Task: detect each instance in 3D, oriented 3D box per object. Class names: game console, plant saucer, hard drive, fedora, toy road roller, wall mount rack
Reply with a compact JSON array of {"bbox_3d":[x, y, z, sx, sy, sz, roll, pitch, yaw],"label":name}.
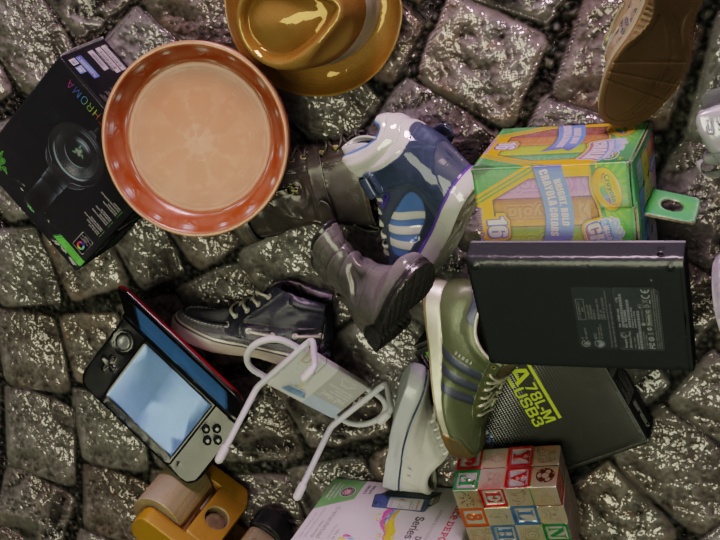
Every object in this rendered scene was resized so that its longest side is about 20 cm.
[{"bbox_3d":[-0.239,0.139,1.425,0.200,0.119,0.173,42,103,9],"label":"game console"},{"bbox_3d":[-0.170,-0.137,1.255,0.197,0.032,0.203,2,102,7],"label":"plant saucer"},{"bbox_3d":[0.205,0.034,1.121,0.197,0.033,0.141,0,132,21],"label":"hard drive"},{"bbox_3d":[-0.059,-0.258,1.209,0.198,0.082,0.203,9,116,18],"label":"fedora"},{"bbox_3d":[-0.196,0.348,1.520,0.199,0.123,0.146,37,133,3],"label":"toy road roller"},{"bbox_3d":[-0.064,0.164,1.351,0.199,0.075,0.174,32,120,-29],"label":"wall mount rack"}]

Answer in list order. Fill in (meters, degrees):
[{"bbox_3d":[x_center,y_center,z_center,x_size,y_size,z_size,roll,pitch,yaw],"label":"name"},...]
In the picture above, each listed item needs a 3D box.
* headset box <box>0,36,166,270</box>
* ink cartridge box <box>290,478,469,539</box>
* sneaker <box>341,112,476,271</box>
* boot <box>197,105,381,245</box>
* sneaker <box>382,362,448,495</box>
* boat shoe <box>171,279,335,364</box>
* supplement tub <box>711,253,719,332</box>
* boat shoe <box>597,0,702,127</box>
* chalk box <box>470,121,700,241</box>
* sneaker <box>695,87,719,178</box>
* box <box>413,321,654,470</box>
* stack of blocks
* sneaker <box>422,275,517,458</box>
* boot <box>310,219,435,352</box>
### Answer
[{"bbox_3d":[-0.312,-0.127,1.369,0.200,0.093,0.174,-39,93,32],"label":"headset box"},{"bbox_3d":[0.038,0.317,1.388,0.198,0.145,0.089,3,112,23],"label":"ink cartridge box"},{"bbox_3d":[0.037,-0.074,1.248,0.146,0.081,0.201,38,140,11],"label":"sneaker"},{"bbox_3d":[-0.072,-0.123,1.295,0.172,0.069,0.202,-12,111,21],"label":"boot"},{"bbox_3d":[0.069,0.178,1.352,0.070,0.074,0.201,9,137,4],"label":"sneaker"},{"bbox_3d":[-0.119,0.048,1.385,0.197,0.075,0.094,12,113,8],"label":"boat shoe"},{"bbox_3d":[0.433,0.022,1.103,0.198,0.123,0.124,-15,106,28],"label":"supplement tub"},{"bbox_3d":[0.269,-0.228,1.105,0.072,0.063,0.202,12,123,-12],"label":"boat shoe"},{"bbox_3d":[0.221,-0.065,1.154,0.198,0.124,0.125,-2,112,22],"label":"chalk box"},{"bbox_3d":[0.362,-0.165,1.077,0.113,0.075,0.202,7,118,17],"label":"sneaker"},{"bbox_3d":[0.185,0.124,1.298,0.192,0.048,0.201,-24,102,34],"label":"box"},{"bbox_3d":[0.183,0.286,1.329,0.114,0.059,0.202,-6,127,19],"label":"stack of blocks"},{"bbox_3d":[0.124,0.104,1.247,0.089,0.067,0.203,0,107,32],"label":"sneaker"},{"bbox_3d":[0.000,0.000,1.225,0.132,0.070,0.200,51,156,11],"label":"boot"}]
